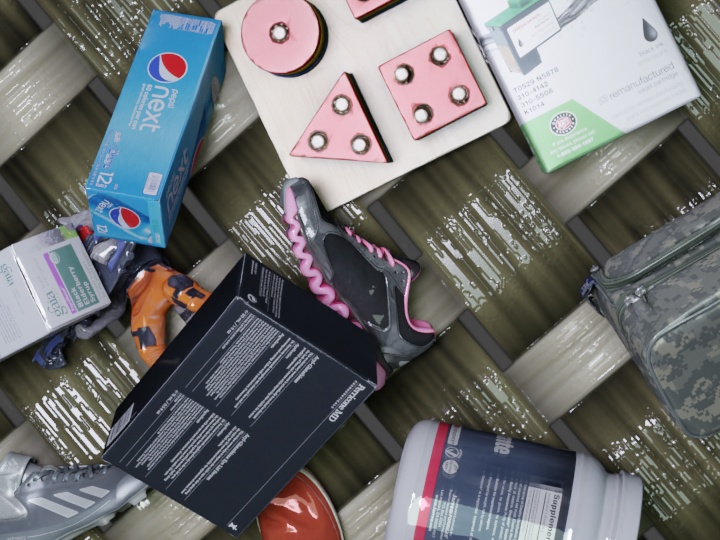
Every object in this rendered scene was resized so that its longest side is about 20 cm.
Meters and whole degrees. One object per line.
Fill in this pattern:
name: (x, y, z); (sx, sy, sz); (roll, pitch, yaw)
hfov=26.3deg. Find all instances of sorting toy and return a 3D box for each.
sorting toy: (-0.002, -0.175, 1.315); (0.198, 0.070, 0.201); (-26, 91, 8)

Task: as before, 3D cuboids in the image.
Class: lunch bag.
lunch bag: (0.294, 0.015, 1.250); (0.200, 0.168, 0.140); (-32, 121, 7)

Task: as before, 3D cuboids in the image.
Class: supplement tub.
supplement tub: (0.126, 0.212, 1.293); (0.199, 0.140, 0.141); (12, 96, 6)

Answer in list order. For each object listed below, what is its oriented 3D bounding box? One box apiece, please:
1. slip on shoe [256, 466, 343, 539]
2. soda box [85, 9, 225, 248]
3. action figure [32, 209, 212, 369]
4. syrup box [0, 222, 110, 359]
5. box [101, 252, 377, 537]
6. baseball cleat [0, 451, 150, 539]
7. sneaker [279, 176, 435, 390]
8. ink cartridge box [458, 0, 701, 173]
slip on shoe: (-0.050, 0.264, 1.359); (0.074, 0.061, 0.201); (-12, 91, 10)
soda box: (-0.168, -0.121, 1.287); (0.064, 0.068, 0.201); (11, 56, 6)
action figure: (-0.203, 0.029, 1.362); (0.194, 0.105, 0.200); (49, 126, 8)
syrup box: (-0.315, 0.037, 1.324); (0.200, 0.081, 0.079); (-26, 91, 36)
box: (-0.099, 0.107, 1.279); (0.141, 0.079, 0.200); (35, 115, -15)
baseball cleat: (-0.265, 0.194, 1.376); (0.200, 0.070, 0.107); (-32, 90, 8)
sneaker: (0.000, 0.000, 1.325); (0.095, 0.079, 0.201); (-27, 106, 1)
ink cartridge box: (0.173, -0.202, 1.284); (0.146, 0.084, 0.201); (-27, 91, 8)
